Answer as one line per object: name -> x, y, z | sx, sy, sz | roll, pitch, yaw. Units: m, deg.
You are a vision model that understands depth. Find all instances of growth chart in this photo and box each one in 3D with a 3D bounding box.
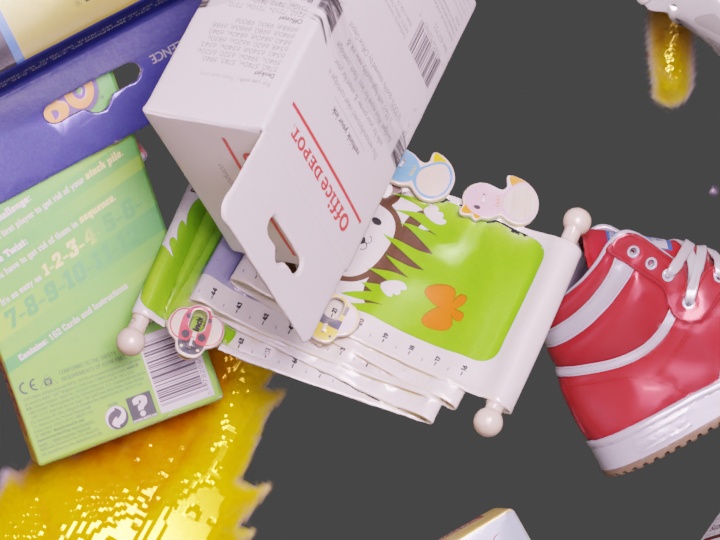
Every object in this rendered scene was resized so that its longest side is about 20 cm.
growth chart -> 0.000, 0.000, 1.293 | 0.200, 0.018, 0.145 | 14, 65, 4

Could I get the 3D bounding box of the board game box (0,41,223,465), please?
board game box -> -0.142, -0.018, 1.296 | 0.095, 0.030, 0.200 | -20, 98, -14

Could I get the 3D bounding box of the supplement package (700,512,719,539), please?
supplement package -> 0.217, 0.230, 1.262 | 0.191, 0.147, 0.200 | 41, 71, -8

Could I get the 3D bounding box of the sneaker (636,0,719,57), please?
sneaker -> 0.120, -0.146, 1.337 | 0.115, 0.076, 0.201 | -35, 84, 1

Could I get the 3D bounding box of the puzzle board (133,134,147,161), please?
puzzle board -> -0.221, -0.088, 1.307 | 0.151, 0.017, 0.200 | -38, 93, -7

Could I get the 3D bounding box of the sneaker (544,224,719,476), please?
sneaker -> 0.178, 0.003, 1.329 | 0.200, 0.071, 0.113 | -31, 95, -6

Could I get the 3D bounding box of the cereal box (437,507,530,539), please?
cereal box -> 0.057, 0.234, 1.317 | 0.144, 0.040, 0.200 | -29, 91, -10

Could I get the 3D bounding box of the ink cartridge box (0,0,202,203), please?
ink cartridge box -> -0.153, -0.146, 1.249 | 0.197, 0.047, 0.200 | -29, 100, -11

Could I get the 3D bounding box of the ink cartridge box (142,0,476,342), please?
ink cartridge box -> -0.028, -0.082, 1.249 | 0.068, 0.116, 0.200 | 11, 61, 29
